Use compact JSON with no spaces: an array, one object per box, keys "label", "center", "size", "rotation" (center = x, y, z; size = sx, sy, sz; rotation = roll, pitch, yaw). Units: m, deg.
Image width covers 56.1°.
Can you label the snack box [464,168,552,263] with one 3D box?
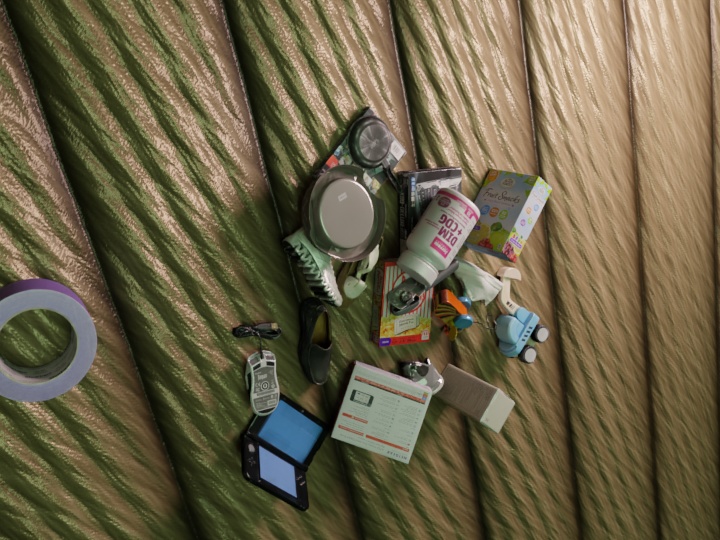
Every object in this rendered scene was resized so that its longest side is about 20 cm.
[{"label":"snack box","center":[0.345,-0.137,1.641],"size":[0.067,0.168,0.203],"rotation":[31,85,-35]}]

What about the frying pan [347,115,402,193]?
[{"label":"frying pan","center":[0.032,-0.244,1.487],"size":[0.113,0.031,0.194],"rotation":[-23,109,-24]}]

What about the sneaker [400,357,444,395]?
[{"label":"sneaker","center":[0.109,0.288,1.666],"size":[0.199,0.075,0.117],"rotation":[-37,109,-24]}]

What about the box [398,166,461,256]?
[{"label":"box","center":[0.165,-0.138,1.601],"size":[0.155,0.050,0.205],"rotation":[-9,106,-29]}]

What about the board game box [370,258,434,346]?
[{"label":"board game box","center":[0.102,0.072,1.616],"size":[0.149,0.046,0.205],"rotation":[-3,103,-31]}]

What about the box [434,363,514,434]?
[{"label":"box","center":[0.279,0.318,1.690],"size":[0.077,0.199,0.096],"rotation":[38,82,-31]}]

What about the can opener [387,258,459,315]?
[{"label":"can opener","center":[0.146,0.034,1.587],"size":[0.198,0.053,0.067],"rotation":[-33,148,-22]}]

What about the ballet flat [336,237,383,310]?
[{"label":"ballet flat","center":[0.000,0.000,1.522],"size":[0.067,0.072,0.203],"rotation":[28,87,-30]}]

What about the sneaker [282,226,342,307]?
[{"label":"sneaker","center":[-0.087,-0.008,1.470],"size":[0.081,0.075,0.202],"rotation":[-44,118,-25]}]

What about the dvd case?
[{"label":"dvd case","center":[0.000,-0.237,1.496],"size":[0.146,0.022,0.201],"rotation":[43,80,-31]}]

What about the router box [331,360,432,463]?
[{"label":"router box","center":[0.048,0.333,1.593],"size":[0.196,0.049,0.183],"rotation":[20,92,-3]}]

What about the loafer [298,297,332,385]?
[{"label":"loafer","center":[-0.095,0.166,1.505],"size":[0.072,0.072,0.205],"rotation":[-15,110,-28]}]

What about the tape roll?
[{"label":"tape roll","center":[-0.576,0.122,1.198],"size":[0.196,0.085,0.205],"rotation":[-8,105,-30]}]

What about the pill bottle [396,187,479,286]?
[{"label":"pill bottle","center":[0.173,-0.074,1.524],"size":[0.113,0.113,0.202],"rotation":[38,82,-32]}]

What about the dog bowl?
[{"label":"dog bowl","center":[-0.039,-0.120,1.434],"size":[0.197,0.058,0.205],"rotation":[0,90,-36]}]

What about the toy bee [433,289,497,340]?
[{"label":"toy bee","center":[0.234,0.125,1.671],"size":[0.200,0.108,0.132],"rotation":[45,37,-19]}]

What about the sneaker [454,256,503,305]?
[{"label":"sneaker","center":[0.278,0.033,1.704],"size":[0.198,0.075,0.089],"rotation":[28,99,-34]}]

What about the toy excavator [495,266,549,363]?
[{"label":"toy excavator","center":[0.406,0.119,1.790],"size":[0.199,0.100,0.196],"rotation":[37,81,-23]}]

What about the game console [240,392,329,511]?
[{"label":"game console","center":[-0.159,0.401,1.502],"size":[0.116,0.177,0.199],"rotation":[-39,122,16]}]

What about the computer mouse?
[{"label":"computer mouse","center":[-0.220,0.212,1.461],"size":[0.108,0.044,0.205],"rotation":[-7,100,-34]}]
